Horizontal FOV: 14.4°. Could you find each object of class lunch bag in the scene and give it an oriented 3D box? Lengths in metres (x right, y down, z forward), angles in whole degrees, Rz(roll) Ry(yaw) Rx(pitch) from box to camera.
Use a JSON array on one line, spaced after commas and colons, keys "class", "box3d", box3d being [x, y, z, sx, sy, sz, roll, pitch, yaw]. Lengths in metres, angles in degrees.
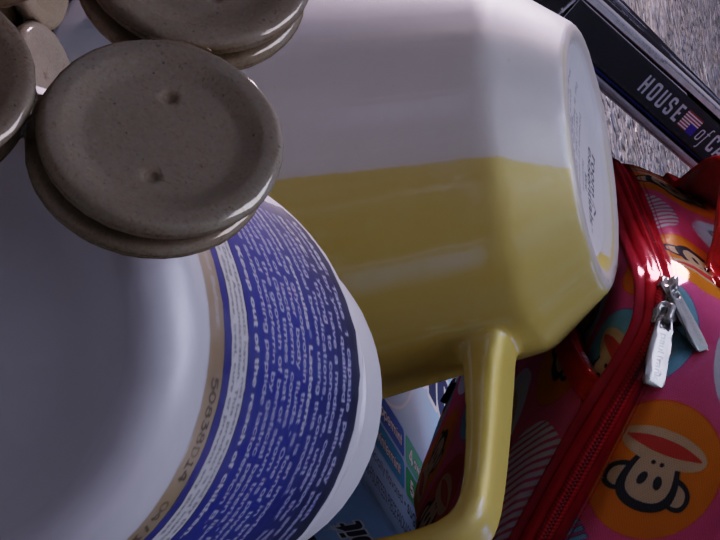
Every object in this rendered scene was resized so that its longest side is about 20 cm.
[{"class": "lunch bag", "box3d": [0.087, 0.043, 0.960, 0.176, 0.082, 0.200, -63, -171, 15]}]

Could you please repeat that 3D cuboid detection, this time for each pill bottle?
[{"class": "pill bottle", "box3d": [-0.064, 0.024, 0.680, 0.200, 0.116, 0.116, 21, 61, -73]}]

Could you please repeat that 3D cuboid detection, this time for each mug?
[{"class": "mug", "box3d": [0.001, -0.006, 0.887, 0.149, 0.153, 0.187, -35, 115, -76]}]

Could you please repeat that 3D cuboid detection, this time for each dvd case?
[{"class": "dvd case", "box3d": [0.080, -0.093, 1.025, 0.200, 0.025, 0.150, 35, 14, -51]}]

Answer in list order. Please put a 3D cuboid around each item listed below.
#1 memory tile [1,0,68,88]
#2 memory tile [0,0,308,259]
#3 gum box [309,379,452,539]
[{"class": "memory tile", "box3d": [-0.113, -0.122, 0.752, 0.153, 0.017, 0.200, 22, 59, -74]}, {"class": "memory tile", "box3d": [-0.080, -0.093, 0.616, 0.017, 0.153, 0.200, 108, -5, -52]}, {"class": "gum box", "box3d": [-0.005, 0.018, 1.077, 0.170, 0.045, 0.200, 61, 23, -54]}]
